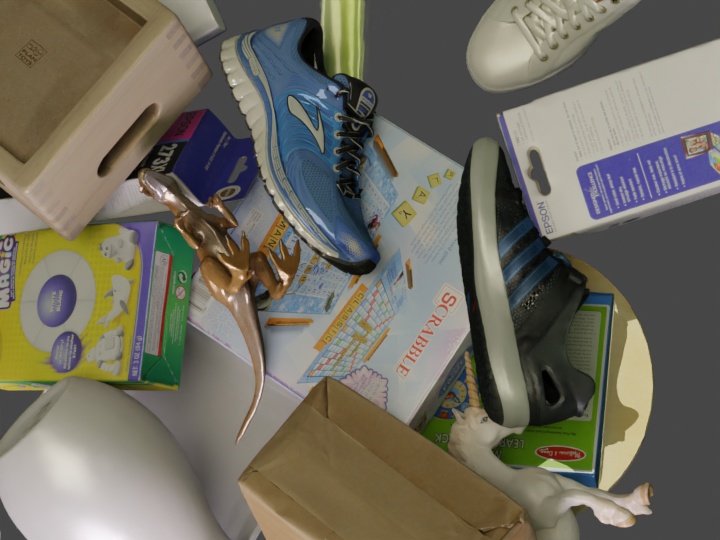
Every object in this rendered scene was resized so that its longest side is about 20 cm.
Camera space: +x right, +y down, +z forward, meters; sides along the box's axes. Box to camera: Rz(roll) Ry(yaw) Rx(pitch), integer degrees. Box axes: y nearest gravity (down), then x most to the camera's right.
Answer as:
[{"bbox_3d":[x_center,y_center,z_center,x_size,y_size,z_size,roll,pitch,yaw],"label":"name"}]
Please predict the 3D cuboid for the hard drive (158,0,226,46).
[{"bbox_3d":[-0.211,-0.187,1.616,0.199,0.025,0.133,-27,82,13],"label":"hard drive"}]

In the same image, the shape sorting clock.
[{"bbox_3d":[0.107,0.081,1.547,0.199,0.039,0.201,-4,75,16],"label":"shape sorting clock"}]

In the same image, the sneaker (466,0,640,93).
[{"bbox_3d":[0.151,-0.196,1.527,0.200,0.085,0.073,-36,81,12],"label":"sneaker"}]

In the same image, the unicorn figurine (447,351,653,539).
[{"bbox_3d":[0.129,0.163,1.469,0.137,0.074,0.201,2,112,27],"label":"unicorn figurine"}]

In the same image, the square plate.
[{"bbox_3d":[-0.142,0.126,1.619,0.199,0.028,0.199,34,97,14],"label":"square plate"}]

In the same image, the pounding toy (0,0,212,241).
[{"bbox_3d":[-0.238,-0.122,1.544,0.184,0.142,0.200,37,83,20],"label":"pounding toy"}]

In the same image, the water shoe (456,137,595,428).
[{"bbox_3d":[0.111,0.008,1.471,0.078,0.072,0.201,-3,72,-7],"label":"water shoe"}]

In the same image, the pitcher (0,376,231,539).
[{"bbox_3d":[-0.175,0.184,1.544,0.171,0.121,0.200,-38,104,26],"label":"pitcher"}]

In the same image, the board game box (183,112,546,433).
[{"bbox_3d":[0.000,0.000,1.555,0.199,0.041,0.201,33,88,21],"label":"board game box"}]

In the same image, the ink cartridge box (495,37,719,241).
[{"bbox_3d":[0.200,-0.091,1.514,0.199,0.039,0.100,-17,83,2],"label":"ink cartridge box"}]

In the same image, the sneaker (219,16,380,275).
[{"bbox_3d":[-0.026,-0.091,1.522,0.089,0.079,0.201,-26,70,11],"label":"sneaker"}]

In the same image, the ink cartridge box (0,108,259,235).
[{"bbox_3d":[-0.166,-0.073,1.594,0.199,0.095,0.037,-5,121,18],"label":"ink cartridge box"}]

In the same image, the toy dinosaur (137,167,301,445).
[{"bbox_3d":[-0.084,0.011,1.513,0.060,0.106,0.201,-26,92,-29],"label":"toy dinosaur"}]

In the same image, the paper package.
[{"bbox_3d":[0.033,0.194,1.447,0.103,0.200,0.190,-44,53,-17],"label":"paper package"}]

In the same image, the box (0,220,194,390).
[{"bbox_3d":[-0.211,0.027,1.597,0.199,0.048,0.118,-4,77,39],"label":"box"}]
